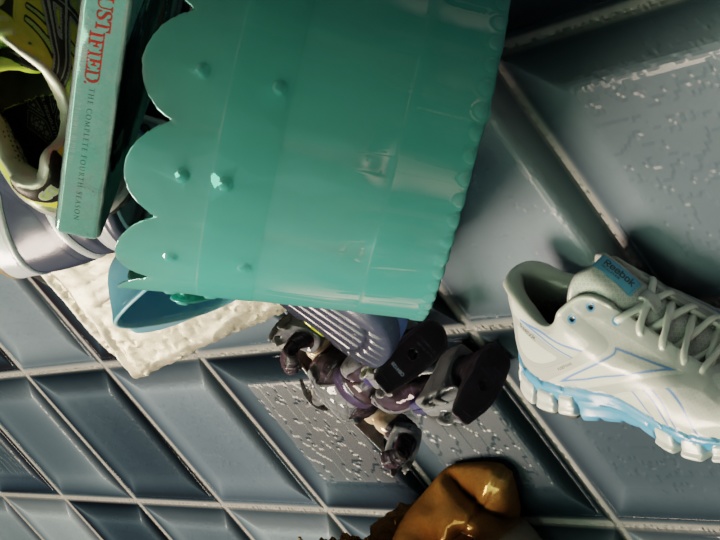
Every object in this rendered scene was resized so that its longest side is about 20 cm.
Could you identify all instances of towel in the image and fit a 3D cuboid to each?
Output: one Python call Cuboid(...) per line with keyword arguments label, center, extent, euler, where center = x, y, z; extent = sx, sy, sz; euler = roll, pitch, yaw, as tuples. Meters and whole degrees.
Cuboid(label="towel", center=(-0.100, -0.017, 1.015), extent=(0.200, 0.034, 0.133), euler=(-23, 119, 26))

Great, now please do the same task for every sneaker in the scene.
Cuboid(label="sneaker", center=(0.000, 0.000, 0.882), extent=(0.074, 0.082, 0.200), euler=(39, 178, -3))
Cuboid(label="sneaker", center=(-0.164, -0.120, 0.792), extent=(0.200, 0.075, 0.076), euler=(63, -169, 5))
Cuboid(label="sneaker", center=(0.144, 0.035, 0.832), extent=(0.200, 0.075, 0.087), euler=(7, 131, 46))
Cuboid(label="sneaker", center=(-0.159, -0.098, 0.866), extent=(0.108, 0.070, 0.200), euler=(-6, 103, 31))

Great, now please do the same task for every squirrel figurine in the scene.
Cuboid(label="squirrel figurine", center=(0.031, 0.237, 1.123), extent=(0.200, 0.187, 0.142), euler=(-2, 130, 52))

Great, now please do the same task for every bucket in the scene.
Cuboid(label="bucket", center=(-0.019, -0.077, 0.726), extent=(0.135, 0.207, 0.207), euler=(13, 150, -3))

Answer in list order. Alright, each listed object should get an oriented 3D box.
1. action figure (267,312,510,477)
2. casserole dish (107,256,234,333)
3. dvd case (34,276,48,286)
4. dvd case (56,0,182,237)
Cuboid(label="action figure", center=(0.005, 0.070, 1.054), extent=(0.130, 0.069, 0.200), euler=(38, 157, -15))
Cuboid(label="casserole dish", center=(-0.061, -0.029, 0.915), extent=(0.200, 0.121, 0.039), euler=(-36, 76, 33))
Cuboid(label="dvd case", center=(-0.218, -0.016, 1.192), extent=(0.200, 0.022, 0.146), euler=(36, 160, -21))
Cuboid(label="dvd case", center=(-0.095, -0.131, 0.734), extent=(0.022, 0.200, 0.146), euler=(12, 129, -4))
